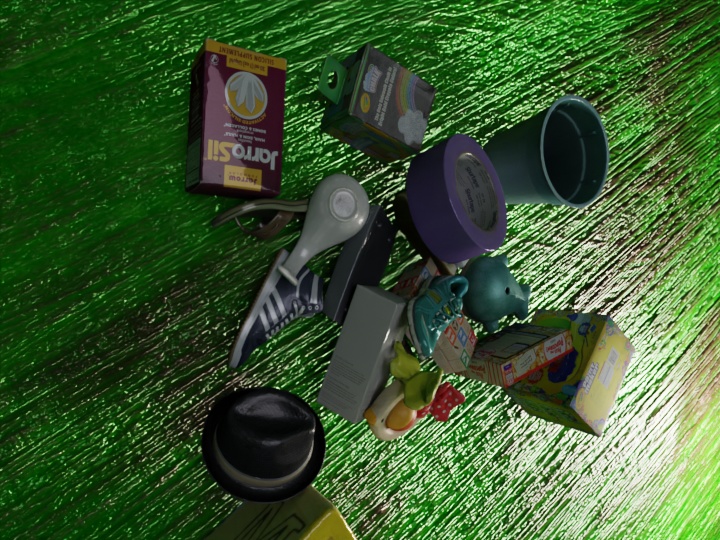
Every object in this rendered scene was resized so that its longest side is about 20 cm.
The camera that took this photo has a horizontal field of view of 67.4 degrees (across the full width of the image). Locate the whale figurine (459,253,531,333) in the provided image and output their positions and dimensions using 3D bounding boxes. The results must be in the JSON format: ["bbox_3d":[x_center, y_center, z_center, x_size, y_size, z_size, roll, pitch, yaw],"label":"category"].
[{"bbox_3d":[0.289,0.048,1.099,0.194,0.103,0.166,17,81,-29],"label":"whale figurine"}]

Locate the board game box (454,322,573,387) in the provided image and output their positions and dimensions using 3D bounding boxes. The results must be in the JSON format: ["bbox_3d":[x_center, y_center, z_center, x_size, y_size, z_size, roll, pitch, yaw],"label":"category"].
[{"bbox_3d":[0.301,0.163,1.080,0.194,0.150,0.048,-18,99,-27],"label":"board game box"}]

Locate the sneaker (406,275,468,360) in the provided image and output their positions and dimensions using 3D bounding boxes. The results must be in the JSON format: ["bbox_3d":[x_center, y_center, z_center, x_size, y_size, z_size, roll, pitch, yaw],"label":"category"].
[{"bbox_3d":[0.128,0.064,0.885,0.080,0.077,0.201,65,33,-23],"label":"sneaker"}]

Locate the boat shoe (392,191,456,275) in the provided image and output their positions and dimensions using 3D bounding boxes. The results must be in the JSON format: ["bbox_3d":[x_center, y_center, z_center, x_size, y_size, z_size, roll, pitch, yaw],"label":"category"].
[{"bbox_3d":[0.131,-0.077,1.030,0.070,0.072,0.202,-49,120,-25],"label":"boat shoe"}]

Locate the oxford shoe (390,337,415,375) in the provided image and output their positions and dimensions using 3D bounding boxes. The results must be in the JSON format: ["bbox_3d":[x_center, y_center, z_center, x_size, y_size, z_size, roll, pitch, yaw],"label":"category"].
[{"bbox_3d":[0.068,0.169,1.004,0.070,0.072,0.204,-28,108,4],"label":"oxford shoe"}]

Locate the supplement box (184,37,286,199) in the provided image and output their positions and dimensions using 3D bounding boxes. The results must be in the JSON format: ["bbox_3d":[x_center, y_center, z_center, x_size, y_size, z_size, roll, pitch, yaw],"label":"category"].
[{"bbox_3d":[-0.190,-0.219,0.819,0.127,0.102,0.209,2,90,-30],"label":"supplement box"}]

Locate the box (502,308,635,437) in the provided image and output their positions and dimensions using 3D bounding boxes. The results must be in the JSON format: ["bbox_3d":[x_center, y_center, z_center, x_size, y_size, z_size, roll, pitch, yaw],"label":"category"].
[{"bbox_3d":[0.431,0.206,1.132,0.121,0.191,0.204,40,71,-23],"label":"box"}]

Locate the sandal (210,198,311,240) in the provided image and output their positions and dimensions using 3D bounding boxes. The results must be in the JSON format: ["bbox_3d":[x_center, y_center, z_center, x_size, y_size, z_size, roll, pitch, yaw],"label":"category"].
[{"bbox_3d":[-0.139,-0.079,0.861,0.194,0.079,0.060,-5,88,-31],"label":"sandal"}]

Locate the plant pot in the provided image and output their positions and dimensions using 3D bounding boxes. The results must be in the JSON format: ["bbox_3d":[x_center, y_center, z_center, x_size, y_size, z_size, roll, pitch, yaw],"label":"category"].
[{"bbox_3d":[0.356,-0.219,1.085,0.193,0.194,0.210,0,89,-29],"label":"plant pot"}]

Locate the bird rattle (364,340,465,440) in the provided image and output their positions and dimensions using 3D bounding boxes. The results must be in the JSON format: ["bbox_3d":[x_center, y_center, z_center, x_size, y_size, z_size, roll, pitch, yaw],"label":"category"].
[{"bbox_3d":[0.080,0.216,0.910,0.162,0.113,0.201,-40,148,-4],"label":"bird rattle"}]

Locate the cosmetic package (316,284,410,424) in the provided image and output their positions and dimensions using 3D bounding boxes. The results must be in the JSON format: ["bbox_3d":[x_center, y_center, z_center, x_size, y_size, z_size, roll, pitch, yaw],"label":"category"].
[{"bbox_3d":[0.012,0.135,0.900,0.107,0.082,0.207,12,98,-67],"label":"cosmetic package"}]

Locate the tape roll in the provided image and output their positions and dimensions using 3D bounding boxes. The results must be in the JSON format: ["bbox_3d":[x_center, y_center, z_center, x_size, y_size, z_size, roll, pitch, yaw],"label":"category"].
[{"bbox_3d":[0.170,-0.123,0.937,0.196,0.083,0.208,20,63,-43],"label":"tape roll"}]

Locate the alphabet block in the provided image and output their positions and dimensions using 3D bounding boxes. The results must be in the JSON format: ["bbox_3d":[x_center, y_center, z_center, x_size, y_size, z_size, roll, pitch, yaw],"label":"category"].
[{"bbox_3d":[-0.103,0.457,0.816,0.195,0.198,0.199,-39,108,-23],"label":"alphabet block"}]

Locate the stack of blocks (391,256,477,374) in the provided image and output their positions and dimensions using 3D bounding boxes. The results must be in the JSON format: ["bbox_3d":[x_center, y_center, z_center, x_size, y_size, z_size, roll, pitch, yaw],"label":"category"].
[{"bbox_3d":[0.139,0.096,1.014,0.203,0.057,0.116,56,42,-19],"label":"stack of blocks"}]

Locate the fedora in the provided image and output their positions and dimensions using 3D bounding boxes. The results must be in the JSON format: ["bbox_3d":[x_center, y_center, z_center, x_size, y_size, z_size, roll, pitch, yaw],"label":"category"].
[{"bbox_3d":[-0.137,0.240,0.808,0.193,0.093,0.206,12,48,-13],"label":"fedora"}]

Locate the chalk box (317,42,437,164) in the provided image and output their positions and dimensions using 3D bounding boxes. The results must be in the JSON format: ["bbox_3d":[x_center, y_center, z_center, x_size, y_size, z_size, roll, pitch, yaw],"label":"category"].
[{"bbox_3d":[0.011,-0.288,0.927,0.195,0.123,0.129,22,81,-27],"label":"chalk box"}]

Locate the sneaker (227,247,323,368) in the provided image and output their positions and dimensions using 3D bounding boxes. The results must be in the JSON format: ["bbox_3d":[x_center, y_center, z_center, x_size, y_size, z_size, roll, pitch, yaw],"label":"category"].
[{"bbox_3d":[-0.128,0.078,0.864,0.106,0.070,0.205,30,73,-13],"label":"sneaker"}]

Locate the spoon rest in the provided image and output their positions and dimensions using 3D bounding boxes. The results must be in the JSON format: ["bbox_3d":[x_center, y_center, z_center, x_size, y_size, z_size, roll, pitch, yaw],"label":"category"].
[{"bbox_3d":[-0.062,-0.065,0.855,0.099,0.060,0.202,42,72,-11],"label":"spoon rest"}]

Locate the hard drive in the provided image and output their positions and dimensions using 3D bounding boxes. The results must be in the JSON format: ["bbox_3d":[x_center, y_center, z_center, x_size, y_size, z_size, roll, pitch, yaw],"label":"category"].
[{"bbox_3d":[0.000,0.000,0.929,0.206,0.041,0.135,-68,156,-10],"label":"hard drive"}]

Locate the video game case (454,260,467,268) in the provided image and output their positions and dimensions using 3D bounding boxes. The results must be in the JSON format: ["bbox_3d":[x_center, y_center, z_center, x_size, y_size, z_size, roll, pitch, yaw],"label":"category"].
[{"bbox_3d":[0.188,-0.134,1.041,0.200,0.023,0.186,-44,110,-46],"label":"video game case"}]
